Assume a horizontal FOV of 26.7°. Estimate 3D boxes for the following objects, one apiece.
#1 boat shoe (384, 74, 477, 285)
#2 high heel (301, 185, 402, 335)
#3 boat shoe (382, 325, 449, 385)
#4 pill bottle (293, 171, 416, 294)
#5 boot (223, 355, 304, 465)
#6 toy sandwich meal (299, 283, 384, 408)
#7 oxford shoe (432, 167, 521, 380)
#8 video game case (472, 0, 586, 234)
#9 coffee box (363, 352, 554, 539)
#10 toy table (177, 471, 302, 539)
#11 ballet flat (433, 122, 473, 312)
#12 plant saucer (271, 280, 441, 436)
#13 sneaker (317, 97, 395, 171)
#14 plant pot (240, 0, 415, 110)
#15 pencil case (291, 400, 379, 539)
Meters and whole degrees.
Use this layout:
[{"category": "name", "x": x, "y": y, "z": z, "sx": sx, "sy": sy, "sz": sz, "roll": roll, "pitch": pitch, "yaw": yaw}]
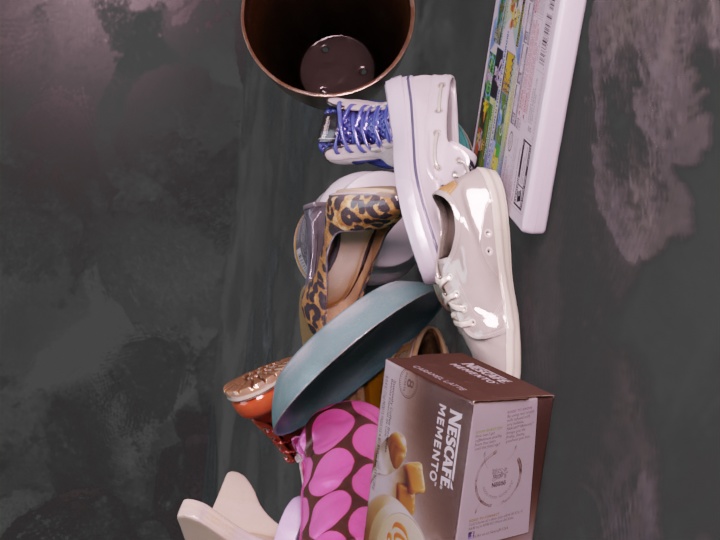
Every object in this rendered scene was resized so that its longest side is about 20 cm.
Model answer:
[{"category": "boat shoe", "x": 0.064, "y": -0.085, "z": 1.264, "sx": 0.074, "sy": 0.067, "sz": 0.200, "roll": 61, "pitch": -162, "yaw": -63}, {"category": "high heel", "x": 0.000, "y": 0.000, "z": 1.356, "sx": 0.200, "sy": 0.071, "sz": 0.143, "roll": 166, "pitch": 100, "yaw": -67}, {"category": "boat shoe", "x": 0.058, "y": 0.123, "z": 1.331, "sx": 0.200, "sy": 0.072, "sz": 0.076, "roll": -101, "pitch": 33, "yaw": -52}, {"category": "pill bottle", "x": 0.002, "y": -0.037, "z": 1.546, "sx": 0.200, "sy": 0.116, "sz": 0.116, "roll": 148, "pitch": 126, "yaw": -76}, {"category": "boot", "x": -0.068, "y": 0.138, "z": 1.455, "sx": 0.200, "sy": 0.075, "sz": 0.107, "roll": 8, "pitch": -117, "yaw": -76}, {"category": "toy sandwich meal", "x": -0.006, "y": 0.093, "z": 1.544, "sx": 0.205, "sy": 0.070, "sz": 0.205, "roll": 168, "pitch": 90, "yaw": -76}, {"category": "oxford shoe", "x": 0.089, "y": 0.020, "z": 1.187, "sx": 0.075, "sy": 0.058, "sz": 0.200, "roll": 172, "pitch": 91, "yaw": -78}, {"category": "video game case", "x": 0.130, "y": -0.149, "z": 1.191, "sx": 0.182, "sy": 0.022, "sz": 0.200, "roll": -116, "pitch": 32, "yaw": -69}, {"category": "coffee box", "x": 0.068, "y": 0.173, "z": 1.127, "sx": 0.114, "sy": 0.080, "sz": 0.200, "roll": 23, "pitch": 110, "yaw": 53}, {"category": "toy table", "x": -0.102, "y": 0.278, "z": 1.431, "sx": 0.184, "sy": 0.117, "sz": 0.200, "roll": -64, "pitch": -20, "yaw": -47}, {"category": "ballet flat", "x": 0.072, "y": -0.049, "z": 1.336, "sx": 0.062, "sy": 0.067, "sz": 0.200, "roll": 93, "pitch": 175, "yaw": -51}, {"category": "plant saucer", "x": -0.009, "y": 0.070, "z": 1.351, "sx": 0.036, "sy": 0.200, "sz": 0.200, "roll": 50, "pitch": 154, "yaw": 13}, {"category": "sneaker", "x": 0.020, "y": -0.133, "z": 1.494, "sx": 0.199, "sy": 0.115, "sz": 0.081, "roll": 155, "pitch": 118, "yaw": -77}, {"category": "plant pot", "x": -0.030, "y": -0.255, "z": 1.715, "sx": 0.200, "sy": 0.187, "sz": 0.187, "roll": 76, "pitch": -163, "yaw": -78}, {"category": "pencil case", "x": -0.018, "y": 0.207, "z": 1.316, "sx": 0.200, "sy": 0.094, "sz": 0.091, "roll": -89, "pitch": -6, "yaw": -57}]
